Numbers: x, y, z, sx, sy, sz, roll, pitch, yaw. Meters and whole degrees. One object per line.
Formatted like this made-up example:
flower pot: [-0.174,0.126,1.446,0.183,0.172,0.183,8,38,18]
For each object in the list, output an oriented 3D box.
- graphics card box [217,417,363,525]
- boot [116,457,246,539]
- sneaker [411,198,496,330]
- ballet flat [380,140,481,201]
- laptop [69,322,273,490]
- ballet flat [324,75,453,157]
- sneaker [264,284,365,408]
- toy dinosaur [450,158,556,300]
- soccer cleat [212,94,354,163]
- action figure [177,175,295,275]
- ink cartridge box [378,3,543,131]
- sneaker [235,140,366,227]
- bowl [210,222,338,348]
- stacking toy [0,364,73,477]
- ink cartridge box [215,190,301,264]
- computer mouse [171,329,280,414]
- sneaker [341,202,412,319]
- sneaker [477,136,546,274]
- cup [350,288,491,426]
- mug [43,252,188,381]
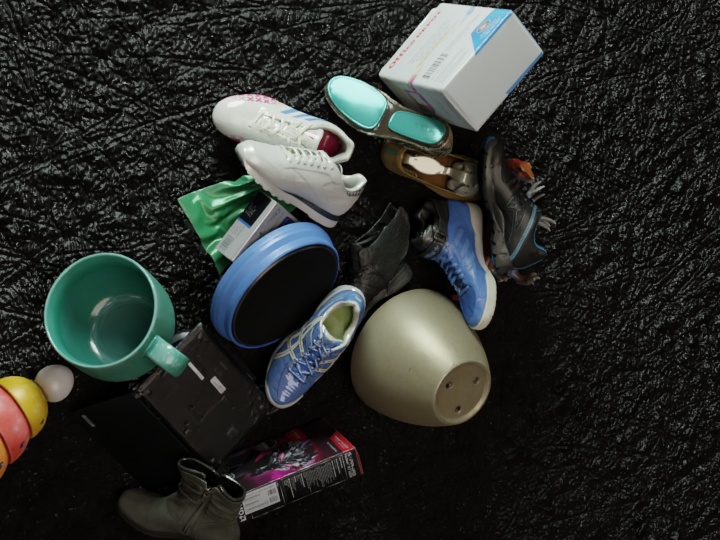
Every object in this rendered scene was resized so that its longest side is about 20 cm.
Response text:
graphics card box: [-0.112,0.283,1.728,0.199,0.125,0.051,-20,112,-17]
boot: [-0.240,0.303,1.646,0.068,0.199,0.131,-41,143,-53]
sneaker: [0.127,-0.012,1.750,0.111,0.077,0.201,7,66,-27]
ballet flat: [0.123,-0.140,1.765,0.199,0.063,0.069,13,97,-25]
laptop: [-0.256,0.191,1.667,0.200,0.103,0.177,-48,122,-17]
ballet flat: [0.039,-0.204,1.689,0.199,0.075,0.068,26,76,18]
sneaker: [-0.065,0.104,1.677,0.076,0.077,0.200,35,90,-7]
toy dinosaur: [0.214,-0.067,1.799,0.199,0.105,0.182,-24,109,-15]
soccer cleat: [-0.099,-0.191,1.645,0.199,0.086,0.070,13,97,-25]
action figure: [-0.144,-0.095,1.666,0.200,0.055,0.118,-33,111,-21]
ink cartridge box: [0.133,-0.282,1.662,0.145,0.200,0.085,-49,119,-5]
sneaker: [-0.081,-0.133,1.613,0.080,0.077,0.200,-43,137,21]
bowl: [-0.112,0.025,1.652,0.200,0.039,0.201,-33,150,-22]
stacking toy: [-0.456,0.185,1.573,0.200,0.146,0.147,-36,114,-28]
ink cartridge box: [-0.116,-0.030,1.667,0.100,0.039,0.200,-53,152,-3]
computer mouse: [-0.210,0.152,1.699,0.138,0.053,0.200,-38,121,2]
sneaker: [0.001,0.001,1.750,0.200,0.060,0.104,-37,115,-17]
sneaker: [0.215,-0.098,1.743,0.082,0.073,0.201,-10,108,4]
cup: [0.106,0.145,1.756,0.200,0.143,0.201,-14,118,-29]
mug: [-0.312,0.080,1.572,0.152,0.114,0.186,-24,70,1]
